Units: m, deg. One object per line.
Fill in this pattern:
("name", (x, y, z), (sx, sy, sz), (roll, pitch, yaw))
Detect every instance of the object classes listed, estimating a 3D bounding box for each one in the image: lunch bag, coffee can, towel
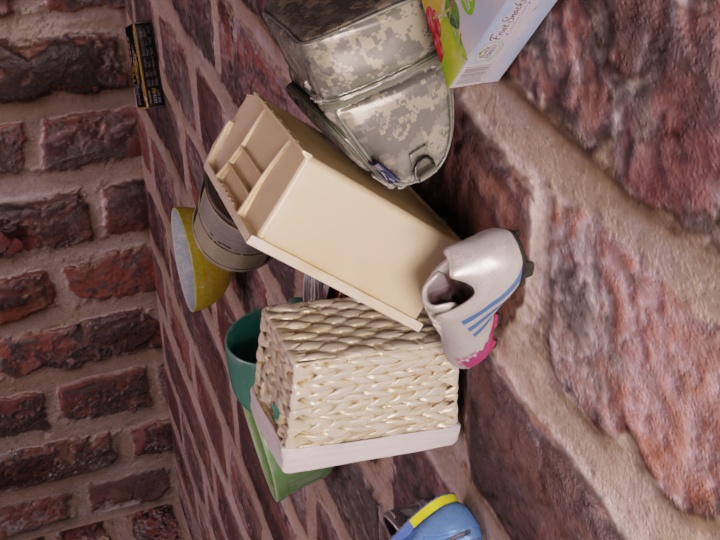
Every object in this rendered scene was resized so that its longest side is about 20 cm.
("lunch bag", (0.005, -0.184, 1.034), (0.169, 0.138, 0.200), (66, 173, -30))
("coffee can", (-0.164, -0.095, 1.586), (0.200, 0.144, 0.149), (130, 126, -68))
("towel", (-0.047, -0.031, 1.337), (0.202, 0.023, 0.149), (-81, -3, -49))

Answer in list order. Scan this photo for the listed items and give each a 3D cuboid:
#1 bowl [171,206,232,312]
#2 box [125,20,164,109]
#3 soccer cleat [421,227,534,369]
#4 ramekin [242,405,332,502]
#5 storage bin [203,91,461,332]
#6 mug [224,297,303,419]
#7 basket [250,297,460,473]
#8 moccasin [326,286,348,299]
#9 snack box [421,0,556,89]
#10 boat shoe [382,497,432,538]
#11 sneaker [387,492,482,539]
("bowl", (-0.286, -0.028, 2.075), (0.200, 0.106, 0.204), (170, 90, -73))
("box", (-0.525, -0.496, 2.656), (0.159, 0.049, 0.204), (-154, 55, -71))
("soccer cleat", (0.085, 0.028, 0.970), (0.201, 0.085, 0.071), (106, 148, -56))
("ramekin", (-0.114, 0.239, 1.669), (0.200, 0.096, 0.203), (162, 90, -78))
("storage bin", (-0.029, -0.063, 1.038), (0.094, 0.198, 0.199), (-56, 31, 11))
("mug", (-0.100, 0.130, 1.554), (0.151, 0.184, 0.116), (24, 131, 40))
("basket", (-0.005, 0.108, 1.128), (0.136, 0.197, 0.125), (-129, 37, -56))
("moccasin", (-0.001, 0.001, 1.255), (0.078, 0.073, 0.203), (53, 148, 31))
("snack box", (0.097, -0.248, 0.824), (0.200, 0.052, 0.144), (129, 127, -67))
("boat shoe", (0.082, 0.355, 1.208), (0.075, 0.064, 0.205), (113, 143, -60))
("sneaker", (0.051, 0.326, 1.154), (0.200, 0.066, 0.079), (-47, 57, 19))
